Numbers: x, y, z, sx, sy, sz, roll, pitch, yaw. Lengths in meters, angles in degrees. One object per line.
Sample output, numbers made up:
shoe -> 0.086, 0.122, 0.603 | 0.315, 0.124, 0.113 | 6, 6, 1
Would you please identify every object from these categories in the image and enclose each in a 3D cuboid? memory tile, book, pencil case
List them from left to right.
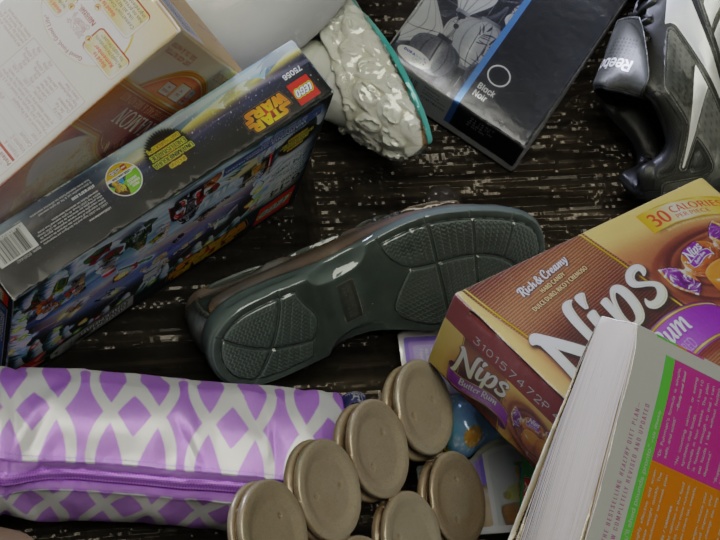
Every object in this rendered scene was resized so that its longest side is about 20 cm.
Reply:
pencil case -> -0.099, 0.096, 1.179 | 0.199, 0.084, 0.086 | 4, 28, -8
memory tile -> 0.009, 0.144, 1.139 | 0.200, 0.017, 0.154 | -34, 106, -54
book -> 0.166, 0.116, 1.132 | 0.199, 0.048, 0.134 | 26, 81, -41

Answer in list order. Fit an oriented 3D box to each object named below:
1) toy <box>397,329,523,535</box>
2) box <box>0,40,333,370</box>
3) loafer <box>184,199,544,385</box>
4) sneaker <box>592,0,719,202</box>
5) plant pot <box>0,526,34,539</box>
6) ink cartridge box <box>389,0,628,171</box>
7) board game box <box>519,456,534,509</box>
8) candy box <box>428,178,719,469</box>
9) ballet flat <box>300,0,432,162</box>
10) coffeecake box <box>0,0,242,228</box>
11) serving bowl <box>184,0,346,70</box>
toy -> 0.126, 0.077, 1.252 | 0.199, 0.047, 0.116 | -4, 71, -12
box -> -0.111, -0.026, 1.198 | 0.200, 0.137, 0.040 | -35, 78, -21
loafer -> 0.000, 0.000, 1.250 | 0.199, 0.072, 0.063 | -18, 31, -19
sneaker -> 0.173, -0.128, 1.311 | 0.090, 0.066, 0.201 | -4, 85, -20
plant pot -> -0.127, 0.223, 1.081 | 0.174, 0.200, 0.202 | 10, 66, -25
ink cartridge box -> 0.100, -0.163, 1.348 | 0.099, 0.039, 0.200 | 32, 66, 3
board game box -> 0.179, 0.159, 1.216 | 0.199, 0.029, 0.136 | 5, 88, -11
candy box -> 0.146, 0.034, 1.215 | 0.199, 0.057, 0.117 | -22, 57, -39
ballet flat -> -0.029, -0.134, 1.299 | 0.071, 0.072, 0.201 | -19, 66, -18
coffeecake box -> -0.166, -0.067, 1.155 | 0.200, 0.153, 0.073 | -40, 81, 5
serving bowl -> -0.093, -0.203, 1.270 | 0.199, 0.066, 0.201 | -5, 70, 13
